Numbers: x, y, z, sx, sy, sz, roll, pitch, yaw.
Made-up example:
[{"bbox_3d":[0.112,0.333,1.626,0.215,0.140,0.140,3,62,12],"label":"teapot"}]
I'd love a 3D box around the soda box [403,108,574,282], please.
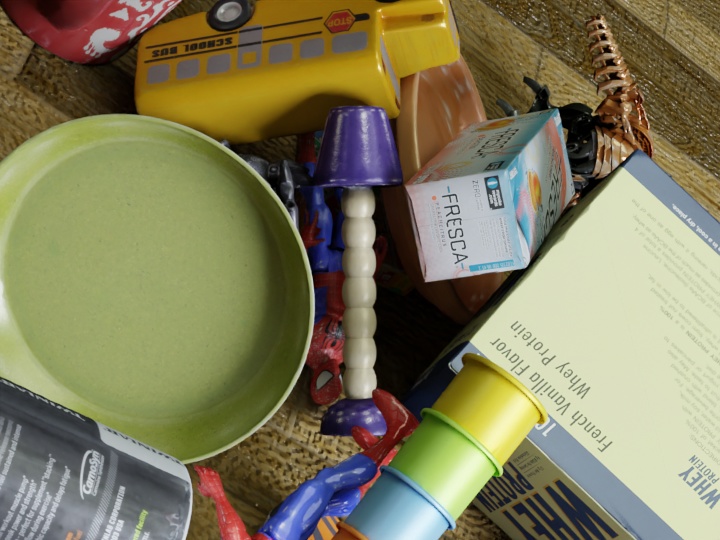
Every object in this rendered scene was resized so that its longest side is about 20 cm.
[{"bbox_3d":[0.087,-0.052,1.168,0.200,0.068,0.064,-47,126,-68],"label":"soda box"}]

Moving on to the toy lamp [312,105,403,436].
[{"bbox_3d":[0.000,0.000,1.115,0.058,0.058,0.200,-3,91,-43],"label":"toy lamp"}]

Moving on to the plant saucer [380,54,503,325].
[{"bbox_3d":[0.054,-0.060,1.244,0.200,0.037,0.201,-8,90,-71],"label":"plant saucer"}]

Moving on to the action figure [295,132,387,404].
[{"bbox_3d":[-0.018,-0.012,1.174,0.065,0.052,0.200,14,72,-35],"label":"action figure"}]

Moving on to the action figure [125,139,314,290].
[{"bbox_3d":[-0.089,-0.026,1.097,0.119,0.102,0.200,6,7,3],"label":"action figure"}]

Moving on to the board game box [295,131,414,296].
[{"bbox_3d":[0.001,-0.084,1.282,0.095,0.030,0.200,24,46,-27],"label":"board game box"}]

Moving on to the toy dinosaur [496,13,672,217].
[{"bbox_3d":[0.173,-0.088,1.349,0.102,0.136,0.200,-7,108,-60],"label":"toy dinosaur"}]

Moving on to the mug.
[{"bbox_3d":[-0.149,-0.220,1.112,0.177,0.200,0.134,-29,83,-48],"label":"mug"}]

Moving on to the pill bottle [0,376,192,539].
[{"bbox_3d":[-0.193,0.105,0.911,0.200,0.106,0.106,29,46,-24],"label":"pill bottle"}]

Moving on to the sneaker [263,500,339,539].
[{"bbox_3d":[0.023,0.205,1.028,0.078,0.112,0.200,-13,70,-46],"label":"sneaker"}]

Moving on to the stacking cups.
[{"bbox_3d":[0.022,0.139,0.989,0.060,0.060,0.200,41,75,-11],"label":"stacking cups"}]

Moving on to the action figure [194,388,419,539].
[{"bbox_3d":[-0.063,0.130,1.006,0.099,0.065,0.200,35,49,10],"label":"action figure"}]

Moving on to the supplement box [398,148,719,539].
[{"bbox_3d":[0.164,0.075,1.142,0.200,0.134,0.200,42,65,1],"label":"supplement box"}]

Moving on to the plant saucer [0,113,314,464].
[{"bbox_3d":[-0.121,0.009,0.992,0.200,0.200,0.031,45,18,-7],"label":"plant saucer"}]

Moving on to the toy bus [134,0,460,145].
[{"bbox_3d":[-0.039,-0.132,1.153,0.065,0.200,0.078,68,18,-51],"label":"toy bus"}]
